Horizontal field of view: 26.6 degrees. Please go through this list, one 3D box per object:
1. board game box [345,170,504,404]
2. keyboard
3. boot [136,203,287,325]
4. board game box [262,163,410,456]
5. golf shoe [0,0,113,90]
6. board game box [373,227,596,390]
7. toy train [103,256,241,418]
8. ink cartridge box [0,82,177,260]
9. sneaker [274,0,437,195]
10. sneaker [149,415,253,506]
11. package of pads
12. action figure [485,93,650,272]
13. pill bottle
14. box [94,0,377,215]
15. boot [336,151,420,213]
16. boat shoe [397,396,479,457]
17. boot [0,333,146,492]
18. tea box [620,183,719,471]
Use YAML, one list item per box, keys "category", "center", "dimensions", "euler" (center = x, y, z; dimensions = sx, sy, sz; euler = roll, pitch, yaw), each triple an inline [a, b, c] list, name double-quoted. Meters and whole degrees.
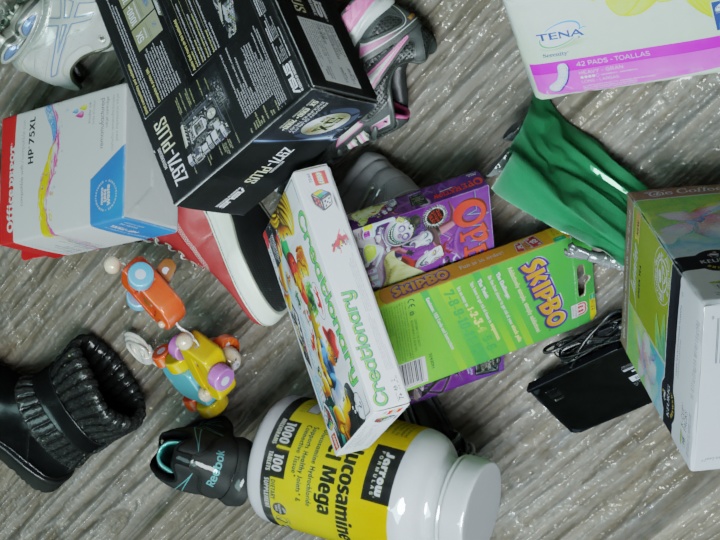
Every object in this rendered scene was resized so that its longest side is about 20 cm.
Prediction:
- category: "board game box"
  center: [0.056, 0.022, 1.255]
  dimensions: [0.119, 0.032, 0.202]
  euler: [-22, 130, -14]
- category: "keyboard"
  center: [0.234, 0.065, 1.281]
  dimensions: [0.199, 0.040, 0.104]
  euler: [-28, 126, 27]
- category: "boot"
  center: [-0.156, -0.024, 1.353]
  dimensions: [0.143, 0.072, 0.202]
  euler: [-28, 95, 29]
- category: "board game box"
  center: [-0.022, 0.034, 1.208]
  dimensions: [0.126, 0.034, 0.202]
  euler: [124, 130, -64]
- category: "golf shoe"
  center: [-0.229, -0.237, 1.287]
  dimensions: [0.097, 0.079, 0.200]
  euler: [32, 128, -17]
- category: "board game box"
  center: [0.099, 0.032, 1.247]
  dimensions: [0.198, 0.030, 0.096]
  euler: [-18, 128, -9]
- category: "toy train"
  center: [-0.161, 0.054, 1.367]
  dimensions: [0.150, 0.056, 0.200]
  euler: [44, 160, 11]
- category: "ink cartridge box"
  center: [-0.248, -0.080, 1.311]
  dimensions: [0.198, 0.067, 0.118]
  euler: [-10, 75, 37]
- category: "sneaker"
  center: [-0.006, -0.129, 1.241]
  dimensions: [0.086, 0.080, 0.201]
  euler: [31, 122, 3]
- category: "sneaker"
  center: [-0.152, 0.163, 1.383]
  dimensions: [0.078, 0.200, 0.076]
  euler: [17, 82, -19]
- category: "package of pads"
  center: [0.200, -0.214, 1.110]
  dimensions: [0.198, 0.069, 0.155]
  euler: [-7, 132, 22]
- category: "action figure"
  center: [0.194, -0.043, 1.209]
  dimensions: [0.199, 0.119, 0.055]
  euler: [36, 147, -10]
- category: "pill bottle"
  center: [0.013, 0.180, 1.285]
  dimensions: [0.198, 0.112, 0.114]
  euler: [11, 118, 25]
- category: "box"
  center: [-0.101, -0.173, 1.199]
  dimensions: [0.163, 0.086, 0.202]
  euler: [-36, 67, 30]
- category: "boot"
  center: [0.000, 0.000, 1.299]
  dimensions: [0.096, 0.073, 0.202]
  euler: [50, 125, 42]
- category: "boat shoe"
  center: [0.070, 0.170, 1.359]
  dimensions: [0.068, 0.073, 0.201]
  euler: [-23, 94, 38]
- category: "boot"
  center: [-0.319, 0.107, 1.464]
  dimensions: [0.211, 0.080, 0.158]
  euler: [39, 128, -14]
- category: "tea box"
  center: [0.308, 0.031, 1.102]
  dimensions: [0.197, 0.197, 0.135]
  euler: [-5, 115, -5]
